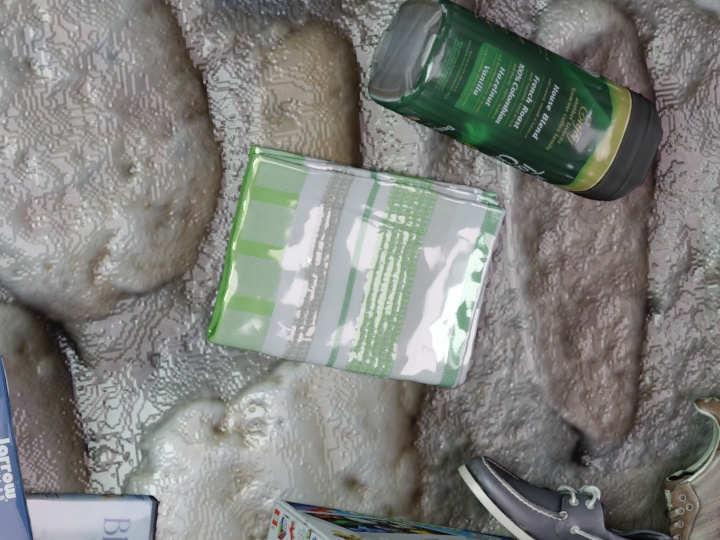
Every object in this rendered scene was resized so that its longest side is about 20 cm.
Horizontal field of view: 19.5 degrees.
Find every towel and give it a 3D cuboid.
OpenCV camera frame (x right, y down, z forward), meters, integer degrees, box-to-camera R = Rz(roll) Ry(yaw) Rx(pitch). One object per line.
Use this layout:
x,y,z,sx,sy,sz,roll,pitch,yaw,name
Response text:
0.000,0.000,1.502,0.199,0.031,0.150,11,94,-22,towel

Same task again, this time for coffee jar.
0.112,-0.118,1.486,0.199,0.104,0.086,22,89,-22,coffee jar

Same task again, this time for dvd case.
-0.242,0.225,1.452,0.199,0.018,0.143,3,97,-22,dvd case

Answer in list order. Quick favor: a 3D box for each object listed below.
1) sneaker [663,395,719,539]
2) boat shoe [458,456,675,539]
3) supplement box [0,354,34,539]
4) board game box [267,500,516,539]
0.262,0.193,1.627,0.075,0.070,0.201,20,91,0,sneaker
0.158,0.182,1.564,0.200,0.073,0.063,35,102,-25,boat shoe
-0.320,0.135,1.297,0.199,0.200,0.135,-10,90,-20,supplement box
0.047,0.209,1.503,0.199,0.126,0.035,12,94,-22,board game box
